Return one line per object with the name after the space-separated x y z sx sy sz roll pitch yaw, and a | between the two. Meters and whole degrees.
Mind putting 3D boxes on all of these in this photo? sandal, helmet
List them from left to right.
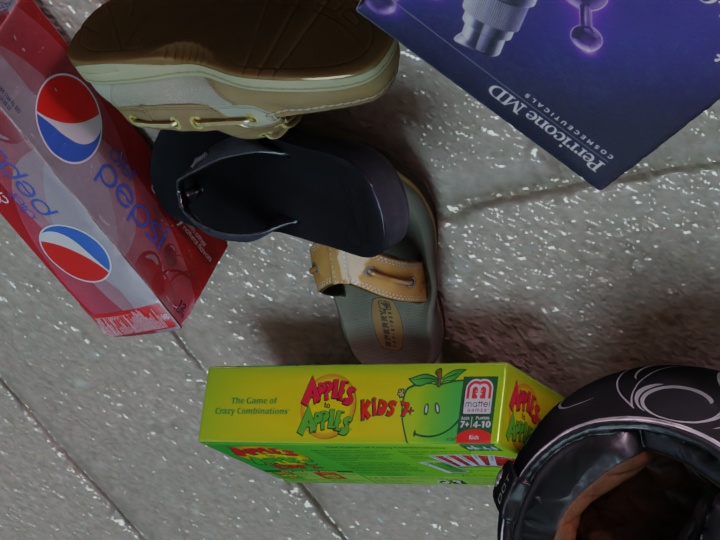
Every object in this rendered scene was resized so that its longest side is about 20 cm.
-0.055 -0.046 1.259 0.199 0.043 0.077 7 121 52 | sandal
0.000 0.000 1.316 0.081 0.055 0.201 11 140 19 | sandal
0.175 0.143 1.275 0.199 0.202 0.190 0 -179 23 | helmet

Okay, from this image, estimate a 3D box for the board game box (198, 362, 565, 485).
0.018 0.090 1.386 0.199 0.048 0.101 -2 161 32 | board game box

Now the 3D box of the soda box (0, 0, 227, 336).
-0.162 -0.055 1.332 0.063 0.070 0.200 -10 129 38 | soda box

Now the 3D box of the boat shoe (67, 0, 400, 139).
-0.056 -0.103 1.221 0.199 0.074 0.067 8 144 38 | boat shoe

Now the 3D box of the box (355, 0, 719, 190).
0.117 -0.151 1.033 0.148 0.105 0.200 34 141 -11 | box
